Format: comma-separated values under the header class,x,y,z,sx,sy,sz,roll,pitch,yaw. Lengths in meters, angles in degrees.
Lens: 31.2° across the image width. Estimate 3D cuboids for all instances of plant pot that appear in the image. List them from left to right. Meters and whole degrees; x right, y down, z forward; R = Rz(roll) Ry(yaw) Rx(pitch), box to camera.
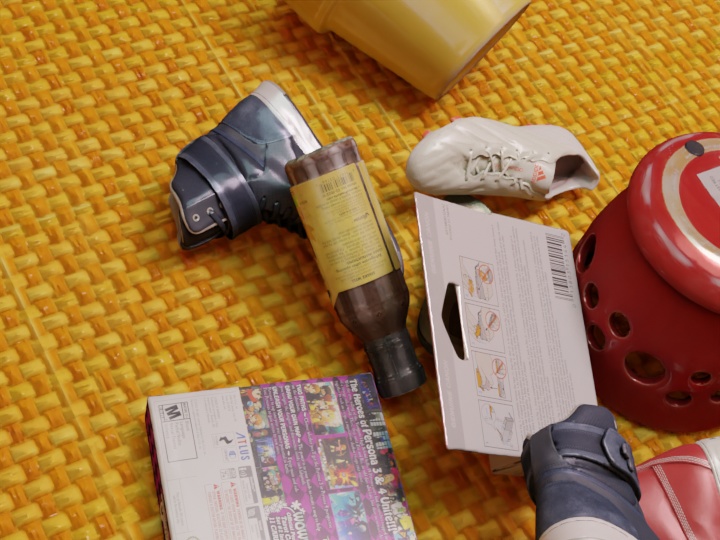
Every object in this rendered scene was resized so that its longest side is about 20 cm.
class,x,y,z,sx,sy,sz,roll,pitch,yaw
plant pot,0.049,-0.270,1.200,0.189,0.201,0.201,45,55,0
plant pot,0.274,0.003,1.056,0.197,0.183,0.203,6,54,-8

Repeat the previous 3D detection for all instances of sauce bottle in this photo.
class,x,y,z,sx,sy,sz,roll,pitch,yaw
sauce bottle,0.000,0.000,1.009,0.064,0.064,0.203,-21,94,-27

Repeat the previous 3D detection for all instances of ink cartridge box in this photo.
class,x,y,z,sx,sy,sz,roll,pitch,yaw
ink cartridge box,0.105,0.053,0.993,0.174,0.045,0.203,12,62,-37

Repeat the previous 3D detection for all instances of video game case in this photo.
class,x,y,z,sx,sy,sz,roll,pitch,yaw
video game case,-0.054,0.176,0.934,0.178,0.036,0.202,-5,57,-18

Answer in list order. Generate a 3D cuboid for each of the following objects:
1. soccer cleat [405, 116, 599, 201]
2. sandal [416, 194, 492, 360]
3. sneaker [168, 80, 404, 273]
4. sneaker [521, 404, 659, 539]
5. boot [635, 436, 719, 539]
class,x,y,z,sx,sy,sz,roll,pitch,yaw
soccer cleat,0.129,-0.095,1.139,0.198,0.070,0.078,-8,39,-36
sandal,0.093,-0.001,1.076,0.079,0.058,0.202,16,38,-6
sneaker,-0.070,-0.037,1.064,0.146,0.077,0.203,-39,84,-20
sneaker,0.184,0.182,0.891,0.202,0.076,0.147,44,23,-31
boot,0.232,0.239,0.954,0.142,0.073,0.203,-16,71,-1
